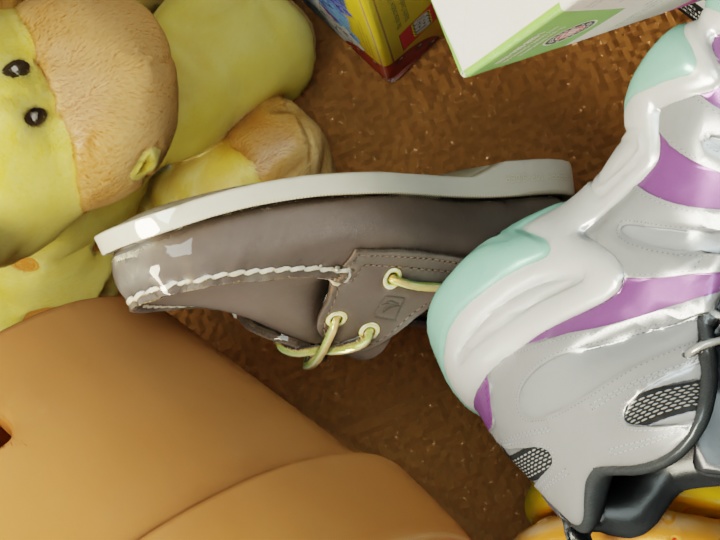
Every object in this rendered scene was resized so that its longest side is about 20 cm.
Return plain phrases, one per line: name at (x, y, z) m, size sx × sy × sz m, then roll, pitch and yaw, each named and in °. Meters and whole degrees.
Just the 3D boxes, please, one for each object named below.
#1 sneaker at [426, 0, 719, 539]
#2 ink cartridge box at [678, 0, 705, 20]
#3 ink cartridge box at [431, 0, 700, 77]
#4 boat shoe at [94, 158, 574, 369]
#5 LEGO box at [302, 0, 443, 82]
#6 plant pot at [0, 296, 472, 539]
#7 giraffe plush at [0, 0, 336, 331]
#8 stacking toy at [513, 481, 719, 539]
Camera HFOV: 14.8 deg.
sneaker at (0.119, 0.010, 0.840) m, size 0.200 × 0.078 × 0.140 m, roll -50°, pitch 55°, yaw 29°
ink cartridge box at (0.111, -0.127, 0.959) m, size 0.200 × 0.094 × 0.044 m, roll 39°, pitch 85°, yaw 11°
ink cartridge box at (0.122, -0.129, 0.819) m, size 0.199 × 0.117 × 0.068 m, roll -20°, pitch 84°, yaw -30°
boat shoe at (0.000, 0.000, 0.914) m, size 0.072 × 0.199 × 0.060 m, roll -12°, pitch 85°, yaw 44°
LEGO box at (-0.024, -0.161, 0.925) m, size 0.077 × 0.200 × 0.149 m, roll -45°, pitch 78°, yaw -4°
plant pot at (-0.077, 0.103, 0.896) m, size 0.200 × 0.200 × 0.140 m, roll -38°, pitch 66°, yaw -2°
giraffe plush at (-0.112, -0.048, 0.932) m, size 0.200 × 0.162 × 0.173 m, roll -45°, pitch 79°, yaw -3°
stacking toy at (0.100, 0.063, 0.934) m, size 0.115 × 0.110 × 0.201 m, roll 3°, pitch 69°, yaw 7°
